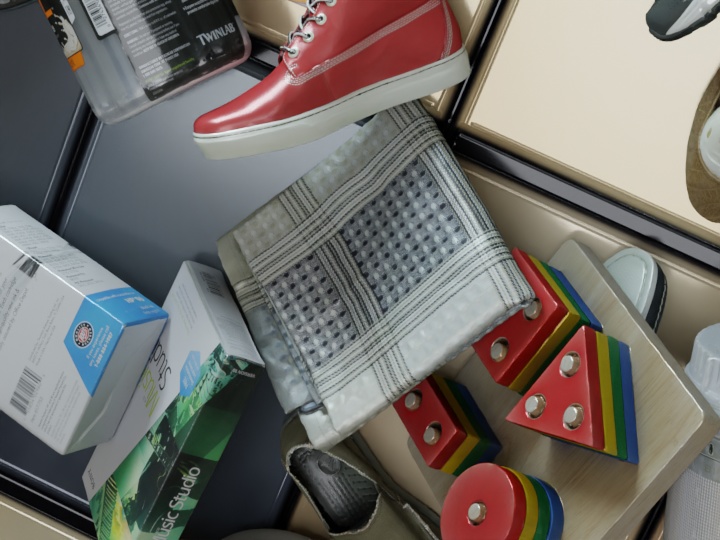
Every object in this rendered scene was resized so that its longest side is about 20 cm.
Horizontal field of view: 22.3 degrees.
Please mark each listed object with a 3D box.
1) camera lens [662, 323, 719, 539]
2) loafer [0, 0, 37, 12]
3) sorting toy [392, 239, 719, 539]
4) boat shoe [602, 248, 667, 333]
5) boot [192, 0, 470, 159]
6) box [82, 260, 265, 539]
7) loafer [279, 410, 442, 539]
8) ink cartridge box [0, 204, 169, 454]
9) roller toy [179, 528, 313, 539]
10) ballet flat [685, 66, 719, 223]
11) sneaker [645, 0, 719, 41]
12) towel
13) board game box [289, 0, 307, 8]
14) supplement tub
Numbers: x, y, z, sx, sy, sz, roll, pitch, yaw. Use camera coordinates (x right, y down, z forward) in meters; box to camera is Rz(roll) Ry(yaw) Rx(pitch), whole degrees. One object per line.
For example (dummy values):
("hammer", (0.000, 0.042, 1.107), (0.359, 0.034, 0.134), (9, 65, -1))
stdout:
("camera lens", (0.285, 0.148, 1.218), (0.159, 0.160, 0.201), (6, 105, 12))
("loafer", (-0.312, -0.219, 1.321), (0.199, 0.063, 0.072), (2, 104, 13))
("sorting toy", (0.112, 0.103, 1.230), (0.069, 0.199, 0.200), (23, 113, -37))
("boat shoe", (0.166, 0.082, 1.285), (0.060, 0.076, 0.201), (22, 101, -33))
("boot", (-0.036, -0.166, 1.229), (0.199, 0.072, 0.145), (-24, 110, -11))
("box", (-0.139, 0.112, 1.322), (0.036, 0.144, 0.201), (17, 110, -25))
("loafer", (0.006, 0.189, 1.342), (0.075, 0.070, 0.200), (-43, 91, 19))
("ink cartridge box", (-0.253, 0.030, 1.353), (0.200, 0.068, 0.116), (34, 108, 18))
("roller toy", (-0.077, 0.291, 1.350), (0.199, 0.140, 0.184), (-4, 101, 25))
("ballet flat", (0.266, -0.119, 1.204), (0.068, 0.072, 0.201), (27, 108, 6))
("sneaker", (0.239, -0.243, 1.189), (0.084, 0.074, 0.200), (36, 100, 9))
("towel", (0.000, 0.000, 1.271), (0.200, 0.034, 0.193), (-38, 63, 19))
("board game box", (-0.021, -0.283, 1.258), (0.095, 0.030, 0.201), (21, 105, 7))
("supplement tub", (-0.167, -0.212, 1.258), (0.122, 0.123, 0.201), (-24, 96, 17))
